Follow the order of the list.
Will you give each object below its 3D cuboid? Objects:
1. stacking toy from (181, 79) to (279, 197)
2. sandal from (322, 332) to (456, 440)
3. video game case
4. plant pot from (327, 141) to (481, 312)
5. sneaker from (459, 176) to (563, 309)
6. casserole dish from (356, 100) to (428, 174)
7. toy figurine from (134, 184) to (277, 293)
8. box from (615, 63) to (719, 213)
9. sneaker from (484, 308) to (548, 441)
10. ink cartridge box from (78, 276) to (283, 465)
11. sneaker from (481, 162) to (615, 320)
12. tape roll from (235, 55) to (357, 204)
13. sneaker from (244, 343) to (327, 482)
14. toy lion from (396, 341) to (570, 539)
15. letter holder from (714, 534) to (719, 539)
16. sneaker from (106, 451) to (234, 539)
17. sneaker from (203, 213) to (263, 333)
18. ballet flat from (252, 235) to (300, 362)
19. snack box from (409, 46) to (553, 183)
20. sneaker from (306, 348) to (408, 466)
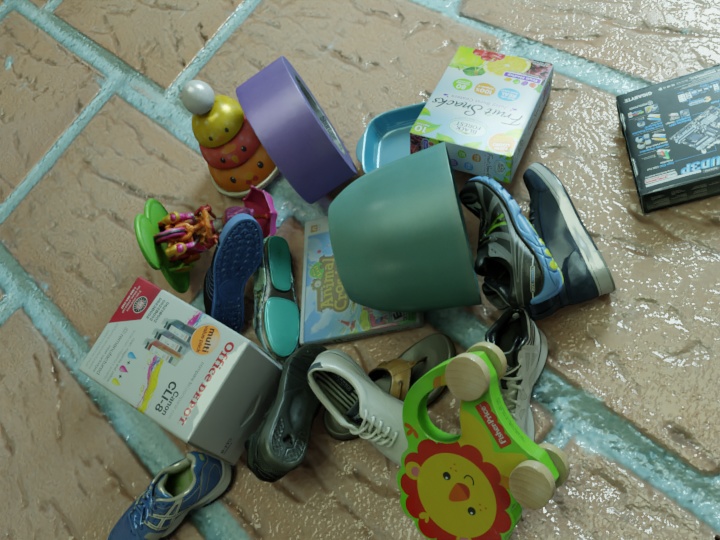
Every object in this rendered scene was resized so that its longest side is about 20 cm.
[{"bbox_3d":[-0.217,-0.221,1.237,0.144,0.200,0.148,-13,58,21],"label":"stacking toy"},{"bbox_3d":[0.031,0.145,0.996,0.198,0.055,0.082,-29,54,11],"label":"sandal"},{"bbox_3d":[0.000,0.000,1.113,0.180,0.022,0.202,-12,59,22],"label":"video game case"},{"bbox_3d":[0.051,-0.041,0.981,0.159,0.201,0.203,-12,58,9],"label":"plant pot"},{"bbox_3d":[0.159,-0.036,0.926,0.082,0.071,0.201,-32,49,7],"label":"sneaker"},{"bbox_3d":[0.090,-0.186,1.158,0.198,0.039,0.123,-9,60,24],"label":"casserole dish"},{"bbox_3d":[-0.215,-0.068,1.178,0.182,0.200,0.152,-19,85,4],"label":"toy figurine"},{"bbox_3d":[0.426,-0.170,0.967,0.198,0.046,0.161,-15,58,20],"label":"box"},{"bbox_3d":[0.156,0.136,0.897,0.075,0.115,0.203,4,66,29],"label":"sneaker"},{"bbox_3d":[-0.224,0.132,1.032,0.198,0.145,0.146,25,76,25],"label":"ink cartridge box"},{"bbox_3d":[0.206,-0.033,0.988,0.145,0.077,0.204,-25,56,10],"label":"sneaker"},{"bbox_3d":[-0.092,-0.204,1.162,0.084,0.200,0.201,-33,53,8],"label":"tape roll"},{"bbox_3d":[-0.095,0.186,1.024,0.114,0.076,0.201,-48,17,43],"label":"sneaker"},{"bbox_3d":[0.111,0.206,0.860,0.191,0.068,0.201,-35,82,32],"label":"toy lion"},{"bbox_3d":[0.399,0.283,0.672,0.199,0.142,0.101,25,77,35],"label":"letter holder"},{"bbox_3d":[-0.265,0.304,1.050,0.200,0.077,0.076,-41,53,2],"label":"sneaker"},{"bbox_3d":[-0.189,-0.002,1.131,0.078,0.069,0.202,56,136,47],"label":"sneaker"},{"bbox_3d":[-0.126,0.048,1.135,0.073,0.074,0.202,-16,55,19],"label":"ballet flat"},{"bbox_3d":[0.167,-0.216,1.073,0.141,0.053,0.201,16,54,20],"label":"snack box"},{"bbox_3d":[0.013,0.177,0.938,0.199,0.071,0.073,38,112,10],"label":"sneaker"}]
